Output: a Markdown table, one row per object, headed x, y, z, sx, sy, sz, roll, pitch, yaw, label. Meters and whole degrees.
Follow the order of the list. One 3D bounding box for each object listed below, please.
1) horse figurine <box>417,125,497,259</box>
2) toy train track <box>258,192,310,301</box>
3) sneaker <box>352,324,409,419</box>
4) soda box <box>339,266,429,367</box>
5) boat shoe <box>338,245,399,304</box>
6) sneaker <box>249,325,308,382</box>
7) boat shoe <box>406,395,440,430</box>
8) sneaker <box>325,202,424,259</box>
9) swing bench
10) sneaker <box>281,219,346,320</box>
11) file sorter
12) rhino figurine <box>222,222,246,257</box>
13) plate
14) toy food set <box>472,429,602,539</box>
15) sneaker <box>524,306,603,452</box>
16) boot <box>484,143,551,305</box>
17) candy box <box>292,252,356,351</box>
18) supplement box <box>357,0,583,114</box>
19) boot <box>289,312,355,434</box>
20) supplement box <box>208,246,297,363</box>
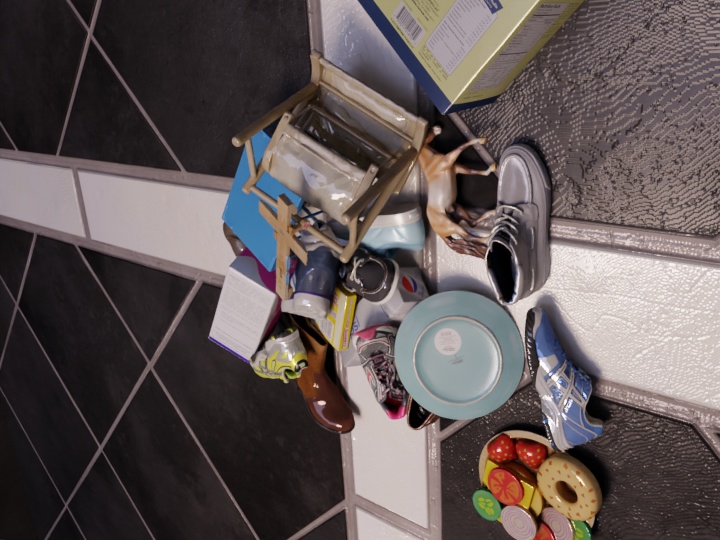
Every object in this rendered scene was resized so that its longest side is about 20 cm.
| x | y | z | sx | sy | sz | roll | pitch | yaw | label |
| --- | --- | --- | --- | --- | --- | --- | --- | --- | --- |
| 0.135 | -0.108 | 0.917 | 0.130 | 0.049 | 0.206 | 2 | 108 | 40 | horse figurine |
| -0.100 | -0.031 | 0.912 | 0.115 | 0.032 | 0.202 | 47 | 148 | 26 | toy train track |
| 0.044 | 0.160 | 1.032 | 0.079 | 0.076 | 0.202 | -15 | 135 | 12 | sneaker |
| 0.032 | 0.080 | 1.060 | 0.201 | 0.062 | 0.069 | -50 | 51 | 41 | soda box |
| 0.000 | 0.000 | 1.011 | 0.075 | 0.059 | 0.200 | -66 | 23 | 3 | boat shoe |
| -0.147 | 0.169 | 1.158 | 0.078 | 0.074 | 0.200 | 62 | 154 | 11 | sneaker |
| 0.124 | 0.172 | 1.025 | 0.070 | 0.070 | 0.204 | 30 | 123 | 26 | boat shoe |
| 0.019 | -0.054 | 1.027 | 0.197 | 0.073 | 0.084 | 0 | 111 | 46 | sneaker |
| -0.040 | -0.163 | 0.906 | 0.197 | 0.201 | 0.130 | 34 | 158 | 11 | swing bench |
| -0.074 | -0.003 | 1.044 | 0.200 | 0.078 | 0.151 | 144 | 137 | -76 | sneaker |
| -0.125 | -0.132 | 1.086 | 0.139 | 0.122 | 0.202 | 44 | 130 | 19 | file sorter |
| -0.203 | -0.024 | 1.240 | 0.086 | 0.059 | 0.204 | -12 | 104 | 41 | rhino figurine |
| 0.145 | 0.132 | 0.961 | 0.194 | 0.026 | 0.206 | 3 | 104 | 12 | plate |
| 0.265 | 0.341 | 0.982 | 0.197 | 0.048 | 0.203 | 24 | 121 | 32 | toy food set |
| 0.277 | 0.145 | 0.891 | 0.075 | 0.076 | 0.205 | -16 | 97 | 21 | sneaker |
| 0.204 | -0.058 | 0.845 | 0.072 | 0.095 | 0.206 | 0 | 107 | 40 | boot |
| -0.072 | 0.044 | 1.127 | 0.200 | 0.026 | 0.105 | 41 | 126 | 48 | candy box |
| 0.134 | -0.338 | 0.769 | 0.202 | 0.133 | 0.200 | 54 | 133 | 10 | supplement box |
| -0.066 | 0.183 | 1.172 | 0.189 | 0.067 | 0.203 | 52 | 150 | 29 | boot |
| -0.198 | 0.057 | 1.184 | 0.102 | 0.102 | 0.202 | 29 | 132 | 5 | supplement box |
